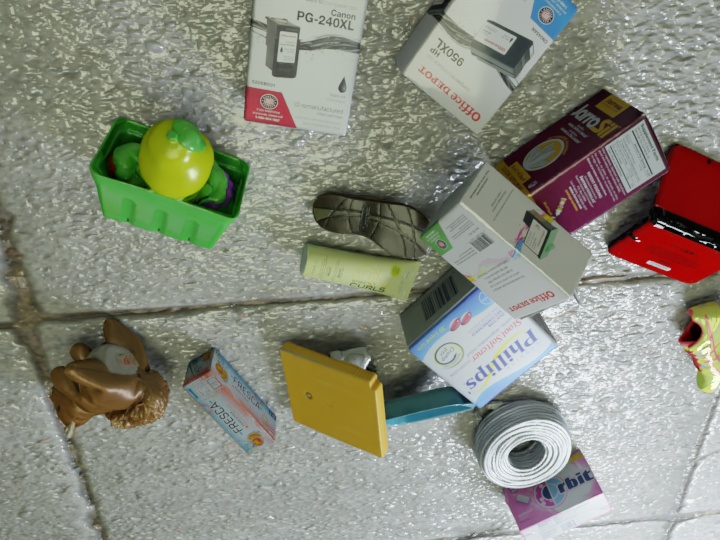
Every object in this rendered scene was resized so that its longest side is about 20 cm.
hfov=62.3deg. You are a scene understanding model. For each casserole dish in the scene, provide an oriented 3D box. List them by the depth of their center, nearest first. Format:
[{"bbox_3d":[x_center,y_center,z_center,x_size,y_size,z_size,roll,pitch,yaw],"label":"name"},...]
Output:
[{"bbox_3d":[0.114,0.250,1.095,0.197,0.040,0.121,-20,155,24],"label":"casserole dish"}]

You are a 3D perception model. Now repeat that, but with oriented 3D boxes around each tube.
[{"bbox_3d":[0.000,0.000,0.977,0.196,0.053,0.058,12,159,-18],"label":"tube"}]

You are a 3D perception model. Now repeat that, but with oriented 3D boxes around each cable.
[{"bbox_3d":[0.327,0.349,1.195,0.195,0.070,0.204,-8,120,-1],"label":"cable"}]

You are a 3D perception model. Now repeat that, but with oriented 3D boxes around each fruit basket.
[{"bbox_3d":[-0.249,-0.142,0.803,0.210,0.158,0.219,0,134,0],"label":"fruit basket"}]

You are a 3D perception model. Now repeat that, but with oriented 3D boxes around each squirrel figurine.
[{"bbox_3d":[-0.427,0.215,1.004,0.199,0.143,0.186,38,116,-21],"label":"squirrel figurine"}]

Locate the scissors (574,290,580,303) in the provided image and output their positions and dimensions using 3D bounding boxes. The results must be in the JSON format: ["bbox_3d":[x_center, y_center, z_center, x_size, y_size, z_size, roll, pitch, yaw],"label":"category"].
[{"bbox_3d":[0.337,-0.016,1.024,0.072,0.014,0.203,-17,121,1],"label":"scissors"}]

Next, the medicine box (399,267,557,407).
[{"bbox_3d":[0.200,0.102,1.023,0.199,0.104,0.182,39,109,-23],"label":"medicine box"}]

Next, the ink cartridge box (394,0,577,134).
[{"bbox_3d":[0.161,-0.311,0.793,0.143,0.085,0.201,31,113,-21],"label":"ink cartridge box"}]

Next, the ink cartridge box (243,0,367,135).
[{"bbox_3d":[-0.074,-0.296,0.777,0.142,0.084,0.204,6,119,-9],"label":"ink cartridge box"}]

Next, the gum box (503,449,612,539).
[{"bbox_3d":[0.406,0.481,1.253,0.197,0.114,0.067,-30,119,10],"label":"gum box"}]

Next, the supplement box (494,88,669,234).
[{"bbox_3d":[0.318,-0.150,0.876,0.198,0.132,0.104,-35,118,13],"label":"supplement box"}]

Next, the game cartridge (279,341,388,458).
[{"bbox_3d":[-0.045,0.225,1.042,0.196,0.032,0.180,14,127,28],"label":"game cartridge"}]

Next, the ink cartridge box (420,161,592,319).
[{"bbox_3d":[0.203,-0.035,0.852,0.199,0.145,0.084,40,68,-3],"label":"ink cartridge box"}]

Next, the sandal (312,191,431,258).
[{"bbox_3d":[0.022,-0.078,0.935,0.195,0.055,0.084,13,113,4],"label":"sandal"}]

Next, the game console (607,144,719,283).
[{"bbox_3d":[0.541,-0.087,1.001,0.196,0.121,0.173,18,148,-15],"label":"game console"}]

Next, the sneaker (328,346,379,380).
[{"bbox_3d":[0.004,0.226,1.094,0.079,0.075,0.203,-19,121,-5],"label":"sneaker"}]

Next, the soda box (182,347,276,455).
[{"bbox_3d":[-0.232,0.238,1.073,0.063,0.069,0.202,-28,118,11],"label":"soda box"}]

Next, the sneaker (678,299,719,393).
[{"bbox_3d":[0.640,0.142,1.116,0.088,0.079,0.204,-6,115,7],"label":"sneaker"}]
